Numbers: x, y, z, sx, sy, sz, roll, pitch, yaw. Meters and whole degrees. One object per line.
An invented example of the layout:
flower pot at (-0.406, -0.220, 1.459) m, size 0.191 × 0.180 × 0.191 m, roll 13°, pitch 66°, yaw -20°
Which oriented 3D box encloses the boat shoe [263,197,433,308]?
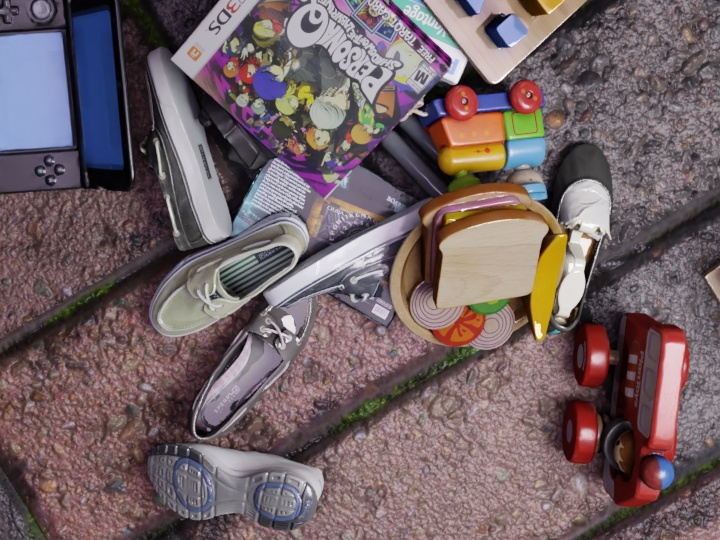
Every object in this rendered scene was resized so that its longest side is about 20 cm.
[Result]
boat shoe at (0.000, 0.000, 1.194) m, size 0.198 × 0.072 × 0.069 m, roll -27°, pitch 97°, yaw -5°

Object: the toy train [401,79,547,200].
toy train at (0.091, -0.115, 1.161) m, size 0.196 × 0.085 × 0.118 m, roll -8°, pitch 85°, yaw -18°

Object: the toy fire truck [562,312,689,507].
toy fire truck at (0.282, 0.145, 1.203) m, size 0.110 × 0.168 × 0.204 m, roll 6°, pitch 98°, yaw -3°

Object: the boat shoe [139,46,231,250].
boat shoe at (-0.190, -0.121, 1.191) m, size 0.063 × 0.071 × 0.203 m, roll -16°, pitch 91°, yaw 14°

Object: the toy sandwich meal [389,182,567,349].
toy sandwich meal at (0.122, 0.007, 1.153) m, size 0.201 × 0.071 × 0.208 m, roll -8°, pitch 127°, yaw -10°

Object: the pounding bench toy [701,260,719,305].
pounding bench toy at (0.474, 0.060, 1.206) m, size 0.123 × 0.156 × 0.201 m, roll -35°, pitch 99°, yaw 3°

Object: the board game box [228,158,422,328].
board game box at (-0.024, -0.048, 1.232) m, size 0.198 × 0.028 × 0.137 m, roll 30°, pitch 96°, yaw -6°

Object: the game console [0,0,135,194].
game console at (-0.306, -0.177, 1.157) m, size 0.172 × 0.116 × 0.204 m, roll -4°, pitch 98°, yaw -2°

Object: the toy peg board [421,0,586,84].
toy peg board at (0.135, -0.306, 1.043) m, size 0.199 × 0.098 × 0.200 m, roll -42°, pitch 101°, yaw 1°

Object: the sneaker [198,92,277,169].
sneaker at (-0.128, -0.200, 1.180) m, size 0.110 × 0.077 × 0.202 m, roll -28°, pitch 88°, yaw 14°

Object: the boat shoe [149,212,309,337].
boat shoe at (-0.140, 0.008, 1.200) m, size 0.199 × 0.062 × 0.072 m, roll -34°, pitch 105°, yaw 18°

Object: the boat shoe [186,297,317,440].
boat shoe at (-0.111, 0.098, 1.235) m, size 0.067 × 0.057 × 0.201 m, roll 37°, pitch 95°, yaw -7°

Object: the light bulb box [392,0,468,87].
light bulb box at (0.039, -0.310, 1.148) m, size 0.195 × 0.125 × 0.203 m, roll 22°, pitch 96°, yaw -6°

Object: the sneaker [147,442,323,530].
sneaker at (-0.131, 0.223, 1.247) m, size 0.197 × 0.087 × 0.076 m, roll 12°, pitch 100°, yaw 14°

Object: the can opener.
can opener at (0.100, -0.077, 1.222) m, size 0.053 × 0.066 × 0.200 m, roll -44°, pitch 89°, yaw -1°

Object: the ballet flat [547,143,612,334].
ballet flat at (0.227, -0.029, 1.226) m, size 0.067 × 0.068 × 0.204 m, roll 9°, pitch 98°, yaw -8°

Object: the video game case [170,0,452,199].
video game case at (-0.046, -0.195, 1.091) m, size 0.200 × 0.036 × 0.181 m, roll 42°, pitch 115°, yaw -13°
